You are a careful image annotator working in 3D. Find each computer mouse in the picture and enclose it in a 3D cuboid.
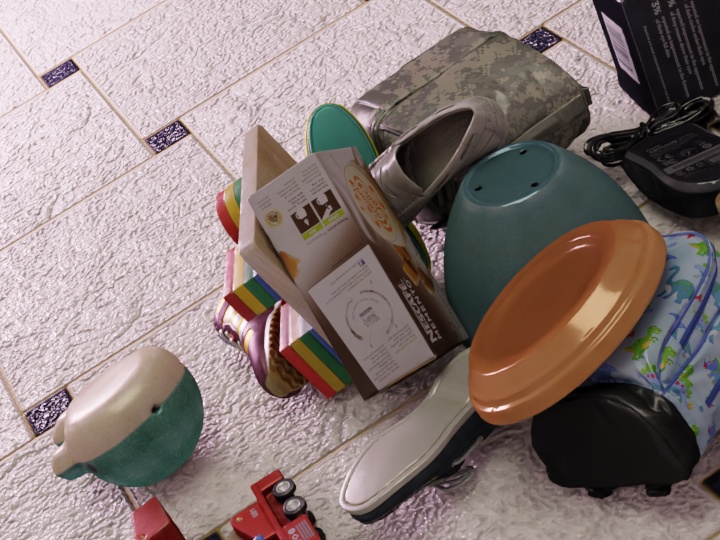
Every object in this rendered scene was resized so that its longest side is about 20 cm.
[{"bbox_3d":[0.302,-0.094,1.593,0.137,0.053,0.200,-21,26,-8],"label":"computer mouse"}]

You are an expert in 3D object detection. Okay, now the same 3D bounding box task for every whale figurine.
[{"bbox_3d":[-0.216,0.145,1.602,0.159,0.104,0.200,-47,14,-27],"label":"whale figurine"}]

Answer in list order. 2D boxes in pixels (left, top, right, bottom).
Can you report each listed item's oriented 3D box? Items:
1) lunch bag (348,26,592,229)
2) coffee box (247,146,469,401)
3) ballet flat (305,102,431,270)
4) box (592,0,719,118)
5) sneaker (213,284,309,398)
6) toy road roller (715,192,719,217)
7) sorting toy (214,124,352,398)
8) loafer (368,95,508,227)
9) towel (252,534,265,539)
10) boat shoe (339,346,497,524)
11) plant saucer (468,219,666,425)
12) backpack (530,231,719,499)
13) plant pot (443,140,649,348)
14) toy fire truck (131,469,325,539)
[{"bbox_3d":[0.107,-0.133,1.685,0.199,0.140,0.167,-35,28,-22],"label":"lunch bag"},{"bbox_3d":[0.000,0.000,1.498,0.079,0.201,0.114,-32,-5,20],"label":"coffee box"},{"bbox_3d":[0.005,-0.063,1.650,0.066,0.201,0.067,-29,-11,-2],"label":"ballet flat"},{"bbox_3d":[0.341,-0.267,1.710,0.199,0.149,0.104,-27,33,-4],"label":"box"},{"bbox_3d":[-0.094,0.062,1.643,0.090,0.075,0.201,-33,30,21],"label":"sneaker"},{"bbox_3d":[0.395,-0.068,1.437,0.198,0.124,0.146,-19,19,10],"label":"toy road roller"},{"bbox_3d":[-0.057,0.000,1.586,0.069,0.200,0.200,-33,30,20],"label":"sorting toy"},{"bbox_3d":[0.043,-0.090,1.559,0.200,0.070,0.070,-40,70,21],"label":"loafer"},{"bbox_3d":[-0.096,0.306,1.300,0.144,0.024,0.200,-38,42,2],"label":"towel"},{"bbox_3d":[0.061,0.143,1.424,0.074,0.062,0.200,8,44,43],"label":"boat shoe"},{"bbox_3d":[0.152,0.032,1.353,0.200,0.037,0.200,-44,15,15],"label":"plant saucer"},{"bbox_3d":[0.233,0.066,1.356,0.199,0.155,0.163,-33,12,-32],"label":"backpack"},{"bbox_3d":[0.155,-0.034,1.533,0.198,0.135,0.201,-17,34,12],"label":"plant pot"},{"bbox_3d":[-0.099,0.235,1.419,0.140,0.049,0.200,-32,36,-5],"label":"toy fire truck"}]
